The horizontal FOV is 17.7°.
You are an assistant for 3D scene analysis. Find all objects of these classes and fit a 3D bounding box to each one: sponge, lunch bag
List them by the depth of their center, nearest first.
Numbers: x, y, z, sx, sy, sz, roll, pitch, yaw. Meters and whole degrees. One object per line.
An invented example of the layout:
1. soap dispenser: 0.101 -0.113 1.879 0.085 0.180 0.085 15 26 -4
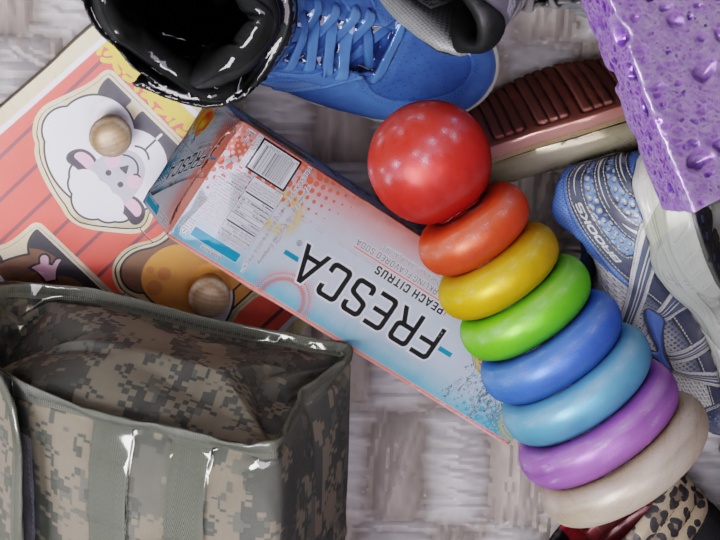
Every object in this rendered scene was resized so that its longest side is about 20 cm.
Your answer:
1. sponge: 0.141 -0.138 0.967 0.111 0.030 0.200 -27 102 -18
2. lunch bag: -0.113 0.104 1.057 0.200 0.118 0.164 12 118 18

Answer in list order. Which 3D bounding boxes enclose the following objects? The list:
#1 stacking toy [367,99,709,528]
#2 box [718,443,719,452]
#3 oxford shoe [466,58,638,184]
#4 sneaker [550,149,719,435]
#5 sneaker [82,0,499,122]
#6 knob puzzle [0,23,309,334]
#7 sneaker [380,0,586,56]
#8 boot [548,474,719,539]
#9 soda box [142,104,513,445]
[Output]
1. stacking toy: 0.069 0.014 1.017 0.085 0.085 0.200 -33 105 8
2. box: 0.279 0.067 1.085 0.104 0.148 0.200 33 104 -15
3. oxford shoe: 0.128 -0.060 1.071 0.199 0.071 0.074 -14 118 4
4. sneaker: 0.142 0.008 1.084 0.085 0.077 0.200 -1 141 24
5. sneaker: -0.030 -0.102 1.021 0.200 0.111 0.077 20 109 -11
6. knob puzzle: -0.126 0.005 1.098 0.219 0.030 0.220 -1 111 -4
7. sneaker: 0.085 -0.123 0.999 0.199 0.116 0.075 10 126 8
8. boot: 0.139 0.201 1.164 0.200 0.073 0.151 -43 108 7
9. soda box: 0.000 0.000 1.069 0.200 0.068 0.064 33 95 -20
